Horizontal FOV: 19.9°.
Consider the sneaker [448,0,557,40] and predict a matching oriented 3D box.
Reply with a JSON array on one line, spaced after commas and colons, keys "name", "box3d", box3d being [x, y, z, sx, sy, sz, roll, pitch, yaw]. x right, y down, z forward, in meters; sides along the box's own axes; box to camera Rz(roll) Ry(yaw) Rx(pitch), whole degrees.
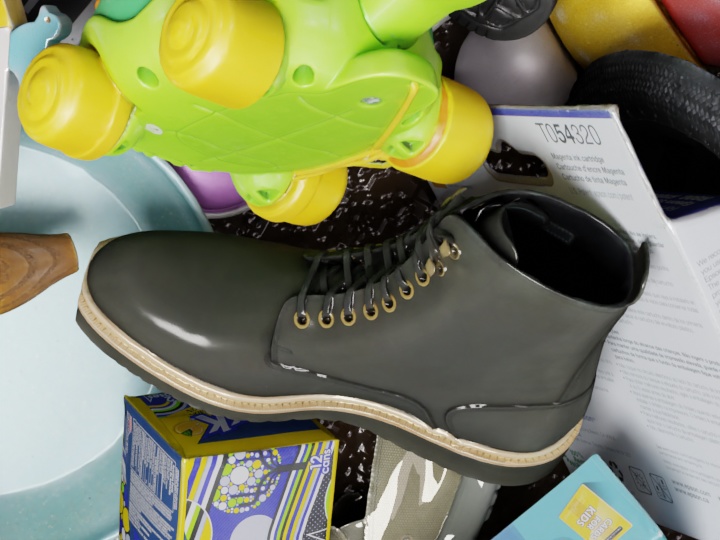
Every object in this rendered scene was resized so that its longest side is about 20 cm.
[{"name": "sneaker", "box3d": [0.020, -0.190, 0.791, 0.060, 0.104, 0.200, -31, 107, 36]}]

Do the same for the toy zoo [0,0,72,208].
[{"name": "toy zoo", "box3d": [-0.203, -0.083, 0.771, 0.198, 0.020, 0.132, -5, 95, 12]}]

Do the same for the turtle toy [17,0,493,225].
[{"name": "turtle toy", "box3d": [-0.019, -0.090, 0.727, 0.145, 0.199, 0.102, 17, 66, -44]}]

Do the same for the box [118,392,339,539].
[{"name": "box", "box3d": [-0.059, 0.150, 0.839, 0.070, 0.064, 0.202, -5, 113, -26]}]

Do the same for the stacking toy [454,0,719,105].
[{"name": "stacking toy", "box3d": [0.122, -0.121, 0.821, 0.199, 0.146, 0.147, -30, 105, 13]}]

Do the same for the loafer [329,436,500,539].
[{"name": "loafer", "box3d": [0.008, 0.125, 0.871, 0.069, 0.075, 0.201, 21, 97, 3]}]

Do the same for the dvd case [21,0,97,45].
[{"name": "dvd case", "box3d": [-0.127, -0.173, 0.759, 0.150, 0.025, 0.200, 38, 122, -14]}]

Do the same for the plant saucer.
[{"name": "plant saucer", "box3d": [-0.151, 0.023, 0.835, 0.198, 0.036, 0.202, -2, 101, -9]}]

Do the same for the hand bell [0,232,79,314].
[{"name": "hand bell", "box3d": [-0.204, 0.018, 0.777, 0.199, 0.104, 0.105, -16, 104, -20]}]

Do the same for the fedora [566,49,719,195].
[{"name": "fedora", "box3d": [0.165, -0.023, 0.792, 0.091, 0.200, 0.201, -36, 105, -16]}]

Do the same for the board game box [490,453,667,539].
[{"name": "board game box", "box3d": [0.079, 0.179, 0.843, 0.151, 0.047, 0.200, -39, 142, -1]}]

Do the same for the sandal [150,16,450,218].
[{"name": "sandal", "box3d": [-0.008, -0.102, 0.827, 0.203, 0.050, 0.082, -44, 105, 1]}]

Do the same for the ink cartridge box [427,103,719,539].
[{"name": "ink cartridge box", "box3d": [0.105, 0.014, 0.795, 0.043, 0.196, 0.201, -31, 106, -17]}]

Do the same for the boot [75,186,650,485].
[{"name": "boot", "box3d": [0.000, 0.000, 0.752, 0.198, 0.139, 0.078, 13, 58, -5]}]
